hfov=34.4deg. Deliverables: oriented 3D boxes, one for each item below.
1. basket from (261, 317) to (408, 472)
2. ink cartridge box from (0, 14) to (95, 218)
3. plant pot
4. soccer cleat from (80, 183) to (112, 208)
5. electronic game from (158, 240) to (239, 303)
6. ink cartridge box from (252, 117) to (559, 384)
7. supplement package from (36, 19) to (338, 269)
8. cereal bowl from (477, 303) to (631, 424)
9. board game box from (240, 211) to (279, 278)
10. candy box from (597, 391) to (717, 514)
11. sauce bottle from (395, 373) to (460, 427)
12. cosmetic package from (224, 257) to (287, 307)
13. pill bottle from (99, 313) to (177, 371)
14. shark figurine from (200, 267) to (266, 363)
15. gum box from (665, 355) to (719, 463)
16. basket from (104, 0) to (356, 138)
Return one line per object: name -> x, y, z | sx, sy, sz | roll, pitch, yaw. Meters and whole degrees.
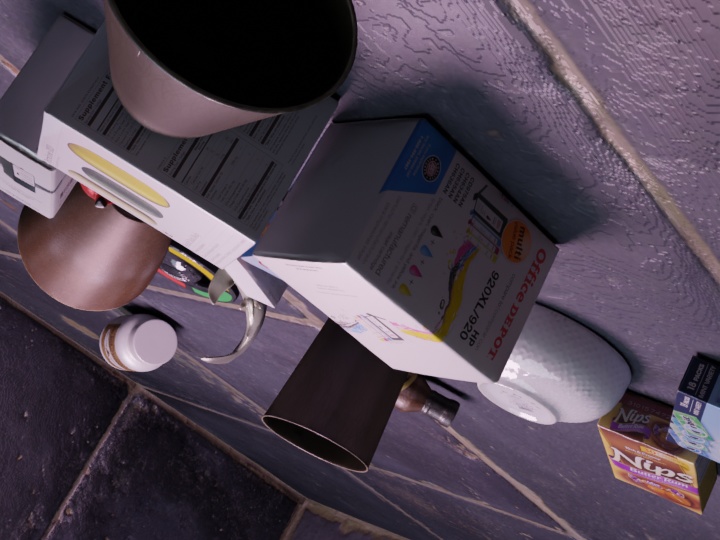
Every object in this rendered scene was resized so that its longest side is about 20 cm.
basket -> -0.011, 0.128, 1.433 | 0.136, 0.200, 0.180 | 36, 161, -20
ink cartridge box -> -0.314, -0.154, 1.199 | 0.083, 0.147, 0.200 | 31, 162, -8
plant pot -> -0.300, -0.069, 1.414 | 0.187, 0.187, 0.200 | 34, 148, -16
soccer cleat -> -0.200, -0.114, 1.240 | 0.200, 0.085, 0.069 | -6, 129, 7
electronic game -> -0.269, -0.010, 1.719 | 0.200, 0.042, 0.200 | 26, 163, 8
ink cartridge box -> 0.044, -0.015, 1.025 | 0.200, 0.147, 0.145 | 39, 160, -32
supplement package -> -0.156, -0.124, 1.021 | 0.200, 0.151, 0.152 | 32, 163, -11
cereal bowl -> 0.188, 0.110, 1.271 | 0.200, 0.083, 0.200 | 26, 162, 9
board game box -> 0.000, 0.000, 1.254 | 0.196, 0.056, 0.200 | 29, 165, -26
candy box -> 0.350, 0.213, 1.358 | 0.117, 0.056, 0.200 | 21, 160, 27
sauce bottle -> 0.048, 0.162, 1.678 | 0.200, 0.065, 0.065 | 28, 163, -1
cosmetic package -> -0.131, -0.039, 1.348 | 0.051, 0.083, 0.200 | 20, 160, 25
pill bottle -> -0.437, 0.143, 2.302 | 0.114, 0.114, 0.200 | 36, 161, -21
shark figurine -> -0.151, 0.027, 1.544 | 0.128, 0.215, 0.090 | -3, -162, 8
gum box -> 0.409, 0.167, 1.147 | 0.200, 0.045, 0.170 | 22, 162, 19
basket -> -0.115, -0.170, 0.843 | 0.180, 0.136, 0.200 | 33, 166, -14
